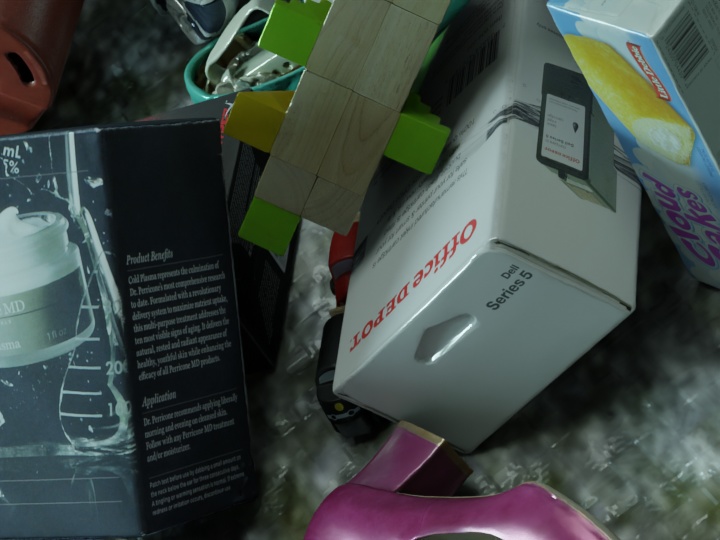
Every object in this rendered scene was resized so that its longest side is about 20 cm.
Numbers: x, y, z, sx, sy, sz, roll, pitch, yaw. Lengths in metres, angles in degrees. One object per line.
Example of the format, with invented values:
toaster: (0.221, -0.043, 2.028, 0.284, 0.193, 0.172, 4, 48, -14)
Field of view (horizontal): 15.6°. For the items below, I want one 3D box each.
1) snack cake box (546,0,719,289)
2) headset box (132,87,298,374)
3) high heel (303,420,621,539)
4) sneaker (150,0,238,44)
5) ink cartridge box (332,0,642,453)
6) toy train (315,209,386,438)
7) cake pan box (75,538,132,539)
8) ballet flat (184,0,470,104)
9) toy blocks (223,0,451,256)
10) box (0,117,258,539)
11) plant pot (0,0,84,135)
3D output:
snack cake box: (0.178, -0.088, 1.213, 0.067, 0.200, 0.115, 23, 66, 43)
headset box: (-0.140, -0.002, 1.457, 0.199, 0.077, 0.149, -13, 44, 24)
high heel: (0.049, 0.137, 1.190, 0.200, 0.067, 0.096, 26, 73, 45)
sneaker: (-0.072, -0.205, 1.586, 0.129, 0.080, 0.199, -35, 10, -4)
ink cartridge box: (0.066, -0.034, 1.289, 0.146, 0.084, 0.201, -45, 26, 43)
toy train: (0.000, 0.000, 1.376, 0.034, 0.046, 0.201, -16, 43, 23)
cake pan box: (-0.146, 0.216, 1.263, 0.199, 0.052, 0.185, 2, 50, 37)
ballet flat: (-0.024, -0.135, 1.474, 0.200, 0.070, 0.068, -29, 43, 33)
toy blocks: (0.010, -0.118, 1.291, 0.137, 0.100, 0.200, -68, 3, -57)
box: (-0.171, 0.031, 1.320, 0.199, 0.124, 0.198, -5, 92, 26)
plant pot: (-0.240, -0.194, 1.561, 0.200, 0.201, 0.196, -11, 54, 27)
